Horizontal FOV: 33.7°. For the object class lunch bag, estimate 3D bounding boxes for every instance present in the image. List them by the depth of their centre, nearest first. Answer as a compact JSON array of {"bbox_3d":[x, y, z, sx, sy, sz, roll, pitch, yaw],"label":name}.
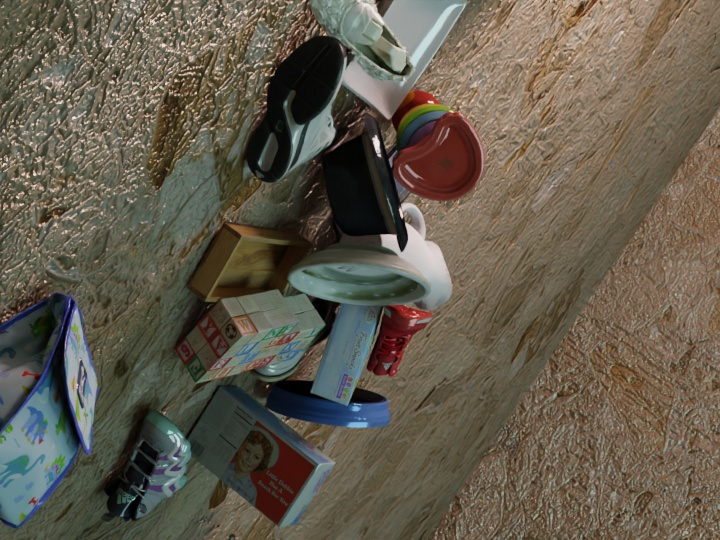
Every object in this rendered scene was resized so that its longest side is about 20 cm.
[{"bbox_3d":[-0.354,0.143,1.261,0.200,0.127,0.170,-56,161,-35],"label":"lunch bag"}]

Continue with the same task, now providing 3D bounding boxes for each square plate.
[{"bbox_3d":[0.053,-0.309,1.564,0.200,0.028,0.198,-56,158,4],"label":"square plate"}]

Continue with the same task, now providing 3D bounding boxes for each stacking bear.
[{"bbox_3d":[0.095,-0.186,1.647,0.121,0.200,0.114,-40,120,12],"label":"stacking bear"}]

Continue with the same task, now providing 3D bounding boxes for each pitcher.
[{"bbox_3d":[0.050,-0.037,1.815,0.121,0.172,0.200,-22,157,29],"label":"pitcher"}]

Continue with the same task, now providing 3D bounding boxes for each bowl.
[{"bbox_3d":[-0.050,0.211,1.908,0.201,0.200,0.039,3,96,-66],"label":"bowl"}]

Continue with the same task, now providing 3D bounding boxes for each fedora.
[{"bbox_3d":[0.001,-0.110,1.621,0.092,0.201,0.201,-15,156,4],"label":"fedora"}]

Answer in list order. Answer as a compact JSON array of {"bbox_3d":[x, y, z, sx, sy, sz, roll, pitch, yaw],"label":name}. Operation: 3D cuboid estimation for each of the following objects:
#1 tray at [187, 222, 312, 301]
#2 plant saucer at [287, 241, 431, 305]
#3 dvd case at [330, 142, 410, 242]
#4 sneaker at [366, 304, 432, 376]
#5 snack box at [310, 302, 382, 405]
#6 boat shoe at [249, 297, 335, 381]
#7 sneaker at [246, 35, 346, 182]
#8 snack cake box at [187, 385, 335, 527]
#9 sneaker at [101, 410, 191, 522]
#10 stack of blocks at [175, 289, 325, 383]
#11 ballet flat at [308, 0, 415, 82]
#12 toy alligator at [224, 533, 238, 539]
[{"bbox_3d":[-0.144,-0.008,1.586,0.099,0.037,0.200,-59,159,11],"label":"tray"},{"bbox_3d":[0.000,0.000,1.646,0.200,0.200,0.050,53,41,-68],"label":"plant saucer"},{"bbox_3d":[0.032,-0.116,1.825,0.200,0.016,0.149,-49,158,-14],"label":"dvd case"},{"bbox_3d":[0.057,0.110,1.800,0.200,0.078,0.116,23,82,-86],"label":"sneaker"},{"bbox_3d":[-0.016,0.111,1.862,0.200,0.068,0.169,-31,140,-85],"label":"snack box"},{"bbox_3d":[-0.102,0.094,1.787,0.200,0.075,0.068,-44,158,-53],"label":"boat shoe"},{"bbox_3d":[-0.061,-0.205,1.442,0.201,0.076,0.115,-58,169,30],"label":"sneaker"},{"bbox_3d":[-0.151,0.273,1.762,0.115,0.200,0.067,-57,159,6],"label":"snack cake box"},{"bbox_3d":[-0.304,0.287,1.630,0.140,0.078,0.200,-42,155,-31],"label":"sneaker"},{"bbox_3d":[-0.139,0.083,1.623,0.115,0.059,0.200,-45,160,32],"label":"stack of blocks"},{"bbox_3d":[0.012,-0.283,1.416,0.072,0.072,0.200,-55,147,0],"label":"ballet flat"},{"bbox_3d":[-0.293,0.513,2.032,0.200,0.059,0.054,-47,117,-19],"label":"toy alligator"}]
